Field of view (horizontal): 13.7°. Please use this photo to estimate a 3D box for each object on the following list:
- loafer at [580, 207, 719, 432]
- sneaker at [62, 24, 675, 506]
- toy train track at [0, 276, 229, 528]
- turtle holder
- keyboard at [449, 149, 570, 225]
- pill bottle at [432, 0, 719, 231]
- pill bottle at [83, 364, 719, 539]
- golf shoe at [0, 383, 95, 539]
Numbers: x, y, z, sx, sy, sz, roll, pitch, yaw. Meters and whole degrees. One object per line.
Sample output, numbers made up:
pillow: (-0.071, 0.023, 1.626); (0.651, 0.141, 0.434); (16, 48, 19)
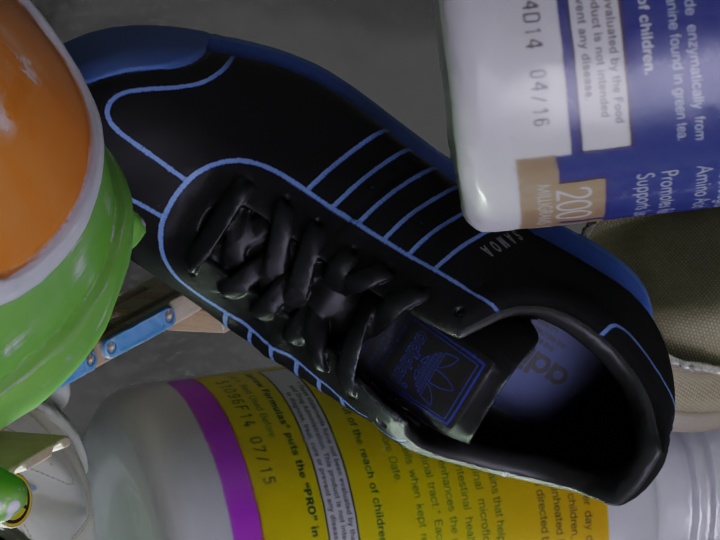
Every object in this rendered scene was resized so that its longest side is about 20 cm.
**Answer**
loafer: (0.135, -0.001, 0.931); (0.199, 0.076, 0.068); (-5, 142, -38)
sneaker: (0.000, 0.000, 0.809); (0.199, 0.078, 0.070); (23, 114, -15)
toy train track: (-0.095, 0.044, 0.807); (0.200, 0.114, 0.033); (-31, 114, -46)
turtle holder: (-0.150, -0.025, 0.718); (0.141, 0.185, 0.132); (-50, 140, -28)
keyboard: (0.115, -0.065, 0.895); (0.199, 0.040, 0.104); (-20, 163, -11)
pill bottle: (0.118, -0.075, 0.777); (0.199, 0.111, 0.111); (-7, 138, 1)
pill bottle: (0.020, 0.075, 0.923); (0.199, 0.104, 0.105); (-7, 136, -22)
golf shoe: (-0.168, 0.076, 0.827); (0.199, 0.097, 0.079); (-12, 139, -16)
